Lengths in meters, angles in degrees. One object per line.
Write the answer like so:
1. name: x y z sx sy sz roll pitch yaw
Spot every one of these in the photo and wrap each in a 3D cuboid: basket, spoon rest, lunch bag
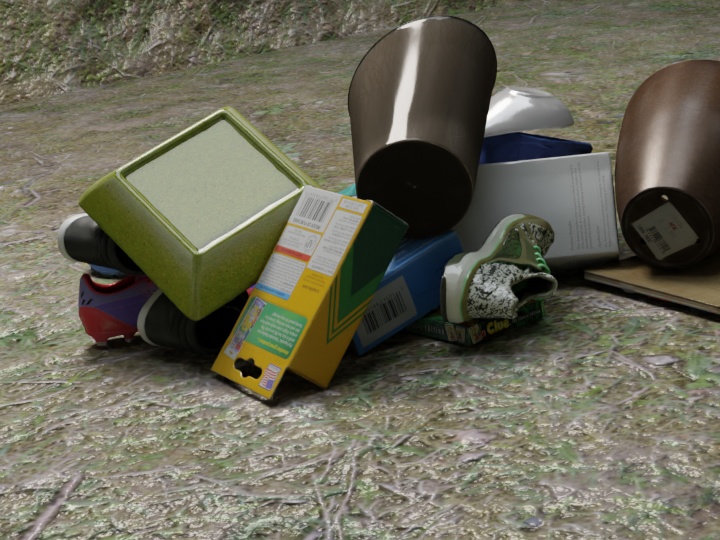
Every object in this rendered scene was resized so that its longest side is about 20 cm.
1. basket: 0.058 -0.134 1.597 0.180 0.136 0.200 -45 22 29
2. spoon rest: 0.139 -0.170 1.751 0.199 0.061 0.099 4 15 -25
3. lunch bag: 0.154 -0.095 1.844 0.200 0.133 0.136 14 8 43

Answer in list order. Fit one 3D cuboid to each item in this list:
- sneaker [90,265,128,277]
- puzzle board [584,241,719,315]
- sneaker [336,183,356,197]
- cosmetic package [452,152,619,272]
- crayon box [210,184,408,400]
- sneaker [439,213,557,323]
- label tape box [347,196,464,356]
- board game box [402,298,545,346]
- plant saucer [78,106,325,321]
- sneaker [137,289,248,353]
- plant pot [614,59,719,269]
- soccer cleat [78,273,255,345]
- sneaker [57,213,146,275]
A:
1. sneaker: -0.260 -0.035 1.923 0.200 0.079 0.075 7 20 42
2. puzzle board: 0.343 0.007 1.610 0.150 0.017 0.200 -15 17 -29
3. sneaker: 0.044 -0.101 1.822 0.200 0.080 0.077 -23 -40 36
4. cosmetic package: 0.168 -0.055 1.699 0.199 0.113 0.081 -4 -11 9
5. crayon box: -0.048 0.026 1.497 0.052 0.200 0.126 32 -7 -32
6. sneaker: 0.152 0.008 1.545 0.088 0.077 0.200 16 30 26
7. label tape box: 0.000 0.000 1.619 0.143 0.066 0.200 -32 25 -18
8. board game box: 0.078 0.037 1.615 0.105 0.024 0.200 -22 21 -36
9. plant saucer: -0.144 -0.074 1.580 0.200 0.048 0.200 -33 59 -25
10. sneaker: -0.126 0.005 1.602 0.099 0.071 0.200 22 68 46
11. plant pot: 0.335 -0.090 1.655 0.186 0.187 0.200 0 31 25
12. soccer cleat: -0.193 0.025 1.675 0.199 0.077 0.067 -10 15 -9
13. sneaker: -0.201 -0.034 1.664 0.200 0.071 0.099 -12 20 -39
